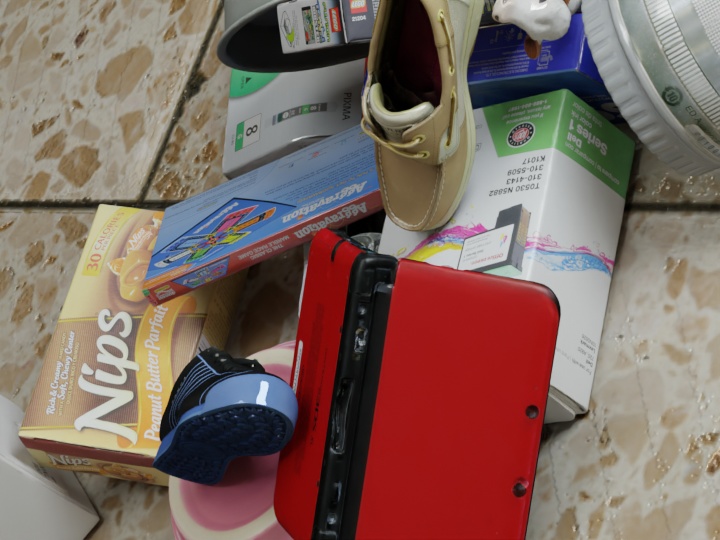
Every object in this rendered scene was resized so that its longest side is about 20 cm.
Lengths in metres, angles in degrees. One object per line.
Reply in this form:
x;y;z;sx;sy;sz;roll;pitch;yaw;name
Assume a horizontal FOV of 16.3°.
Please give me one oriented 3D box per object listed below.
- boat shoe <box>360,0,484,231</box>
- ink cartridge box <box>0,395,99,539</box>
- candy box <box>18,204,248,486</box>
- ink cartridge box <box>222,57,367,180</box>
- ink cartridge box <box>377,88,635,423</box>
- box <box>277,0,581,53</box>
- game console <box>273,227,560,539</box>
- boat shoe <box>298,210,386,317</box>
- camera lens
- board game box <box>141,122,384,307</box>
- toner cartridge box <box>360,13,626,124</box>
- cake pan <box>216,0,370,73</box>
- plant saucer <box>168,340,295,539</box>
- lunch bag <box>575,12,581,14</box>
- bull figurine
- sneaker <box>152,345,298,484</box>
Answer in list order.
0.031;-0.108;1.579;0.074;0.201;0.066;19;34;27;boat shoe
-0.328;0.192;1.891;0.200;0.145;0.147;-50;38;5;ink cartridge box
-0.164;0.053;1.854;0.115;0.055;0.201;7;63;19;candy box
-0.015;-0.161;1.903;0.200;0.050;0.161;-24;48;35;ink cartridge box
0.087;-0.003;1.650;0.144;0.084;0.201;-10;57;42;ink cartridge box
0.056;-0.177;1.675;0.110;0.199;0.035;-177;78;-67;box
0.031;0.087;1.585;0.172;0.118;0.201;-148;65;-70;game console
0.000;0.000;1.734;0.071;0.072;0.200;-52;31;30;boat shoe
0.256;-0.165;1.531;0.200;0.160;0.160;-29;45;29;camera lens
-0.061;-0.045;1.784;0.199;0.019;0.103;-22;30;23;board game box
0.104;-0.129;1.713;0.200;0.095;0.043;-4;69;45;toner cartridge box
-0.009;-0.192;1.776;0.200;0.200;0.037;-23;76;34;cake pan
-0.063;0.132;1.736;0.200;0.051;0.201;-27;47;32;plant saucer
0.199;-0.248;1.728;0.200;0.094;0.151;-47;39;30;lunch bag
0.115;-0.226;1.618;0.200;0.121;0.065;-51;-10;-33;bull figurine
-0.088;0.083;1.658;0.200;0.070;0.078;146;140;-63;sneaker
